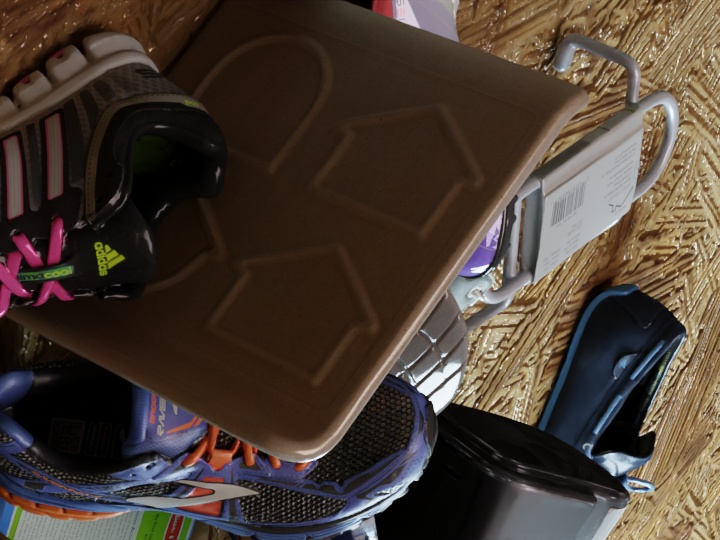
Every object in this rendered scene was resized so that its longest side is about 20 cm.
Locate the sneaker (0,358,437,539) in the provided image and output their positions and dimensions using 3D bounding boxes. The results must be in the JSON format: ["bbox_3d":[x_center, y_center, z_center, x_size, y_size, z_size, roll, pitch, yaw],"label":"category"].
[{"bbox_3d":[-0.068,0.069,1.037,0.078,0.200,0.075,65,23,-68],"label":"sneaker"}]

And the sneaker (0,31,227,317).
[{"bbox_3d":[-0.126,-0.014,0.971,0.200,0.087,0.074,-43,149,-32],"label":"sneaker"}]

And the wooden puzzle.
[{"bbox_3d":[-0.028,-0.022,1.027,0.200,0.185,0.046,-51,141,-19],"label":"wooden puzzle"}]

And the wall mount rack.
[{"bbox_3d":[0.092,-0.029,1.376,0.200,0.075,0.174,-34,139,-44],"label":"wall mount rack"}]

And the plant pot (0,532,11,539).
[{"bbox_3d":[-0.149,0.223,1.027,0.195,0.194,0.200,-32,119,-22],"label":"plant pot"}]

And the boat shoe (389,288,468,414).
[{"bbox_3d":[0.000,0.000,1.158,0.074,0.073,0.200,-21,138,-8],"label":"boat shoe"}]

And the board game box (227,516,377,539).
[{"bbox_3d":[-0.035,0.101,1.172,0.062,0.200,0.200,-21,158,-6],"label":"board game box"}]

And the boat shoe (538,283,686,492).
[{"bbox_3d":[0.154,0.109,1.618,0.084,0.069,0.200,-29,140,-47],"label":"boat shoe"}]

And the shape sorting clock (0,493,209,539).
[{"bbox_3d":[-0.143,0.152,1.156,0.200,0.039,0.200,-27,130,-37],"label":"shape sorting clock"}]

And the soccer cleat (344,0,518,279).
[{"bbox_3d":[0.018,-0.088,1.129,0.073,0.068,0.200,-22,107,-39],"label":"soccer cleat"}]

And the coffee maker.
[{"bbox_3d":[0.041,0.183,1.414,0.192,0.135,0.200,2,113,-61],"label":"coffee maker"}]

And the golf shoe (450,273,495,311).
[{"bbox_3d":[0.022,0.015,1.245,0.077,0.088,0.200,-96,-166,-54],"label":"golf shoe"}]
